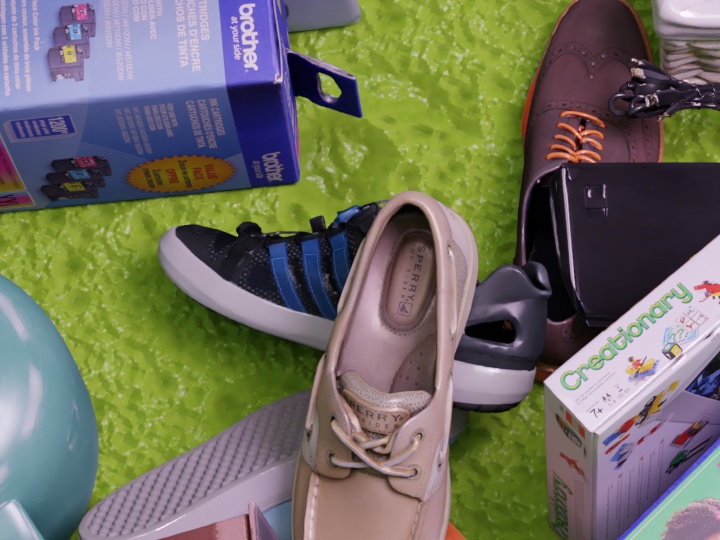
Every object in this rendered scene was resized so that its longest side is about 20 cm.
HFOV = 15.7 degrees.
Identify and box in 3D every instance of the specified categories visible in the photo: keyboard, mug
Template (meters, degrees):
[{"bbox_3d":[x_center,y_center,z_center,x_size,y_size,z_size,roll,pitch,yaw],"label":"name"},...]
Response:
[{"bbox_3d":[0.180,-0.036,1.233,0.199,0.021,0.128,0,80,-22],"label":"keyboard"},{"bbox_3d":[-0.189,0.074,1.205,0.184,0.115,0.153,18,71,10],"label":"mug"}]

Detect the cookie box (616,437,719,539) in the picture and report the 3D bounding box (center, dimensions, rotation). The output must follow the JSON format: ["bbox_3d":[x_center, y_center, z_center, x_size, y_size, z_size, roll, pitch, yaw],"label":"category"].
[{"bbox_3d":[0.183,0.108,1.141,0.200,0.171,0.075,-44,75,-12],"label":"cookie box"}]

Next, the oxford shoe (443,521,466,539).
[{"bbox_3d":[0.069,0.190,1.165,0.071,0.073,0.200,-34,66,-5],"label":"oxford shoe"}]

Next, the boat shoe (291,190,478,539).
[{"bbox_3d":[0.008,0.065,1.137,0.072,0.065,0.201,11,85,12],"label":"boat shoe"}]

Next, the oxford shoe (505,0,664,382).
[{"bbox_3d":[0.110,-0.050,1.256,0.071,0.073,0.201,5,70,5],"label":"oxford shoe"}]

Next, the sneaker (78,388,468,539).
[{"bbox_3d":[-0.034,0.114,1.217,0.199,0.082,0.074,-22,25,-19],"label":"sneaker"}]

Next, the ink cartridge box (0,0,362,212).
[{"bbox_3d":[-0.101,-0.090,1.249,0.199,0.137,0.077,-7,72,1],"label":"ink cartridge box"}]

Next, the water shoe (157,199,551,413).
[{"bbox_3d":[0.000,0.000,1.225,0.199,0.071,0.079,21,100,22],"label":"water shoe"}]

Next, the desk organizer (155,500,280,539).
[{"bbox_3d":[-0.043,0.187,1.100,0.077,0.200,0.072,-17,50,11],"label":"desk organizer"}]

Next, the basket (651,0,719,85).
[{"bbox_3d":[0.236,-0.156,1.262,0.199,0.123,0.136,-1,70,4],"label":"basket"}]

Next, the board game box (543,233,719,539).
[{"bbox_3d":[0.138,0.055,1.147,0.126,0.200,0.035,-39,70,-11],"label":"board game box"}]

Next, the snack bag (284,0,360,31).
[{"bbox_3d":[-0.098,-0.146,1.238,0.187,0.200,0.022,-5,76,2],"label":"snack bag"}]
